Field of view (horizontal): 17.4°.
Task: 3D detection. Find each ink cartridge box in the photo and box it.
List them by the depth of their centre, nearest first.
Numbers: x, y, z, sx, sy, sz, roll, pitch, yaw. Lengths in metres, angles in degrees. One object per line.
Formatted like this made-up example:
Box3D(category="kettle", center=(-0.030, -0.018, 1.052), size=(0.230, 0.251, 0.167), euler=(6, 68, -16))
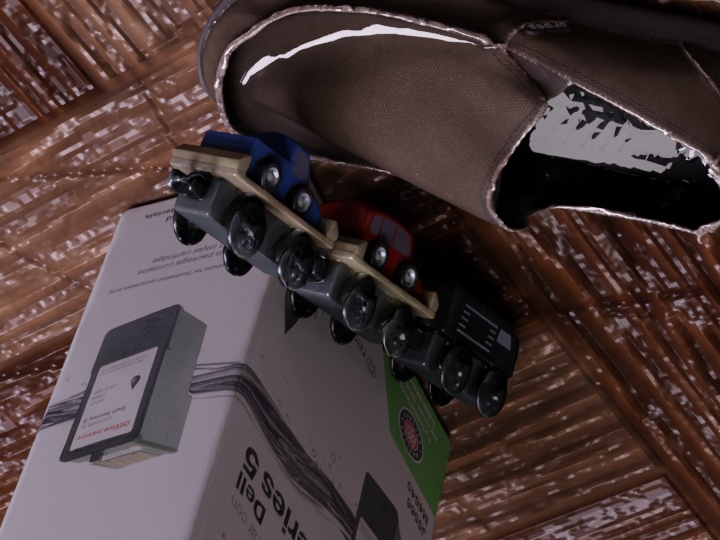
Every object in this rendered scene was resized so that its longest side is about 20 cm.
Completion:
Box3D(category="ink cartridge box", center=(-0.044, 0.086, 0.819), size=(0.083, 0.201, 0.146), euler=(-13, 126, 22))

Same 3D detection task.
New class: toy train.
Box3D(category="toy train", center=(0.000, 0.000, 0.799), size=(0.034, 0.046, 0.200), euler=(13, 166, 37))

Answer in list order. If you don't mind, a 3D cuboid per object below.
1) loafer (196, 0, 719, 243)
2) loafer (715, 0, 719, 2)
Box3D(category="loafer", center=(0.041, -0.055, 0.767), size=(0.198, 0.071, 0.073), euler=(6, 130, 8))
Box3D(category="loafer", center=(0.128, -0.153, 0.670), size=(0.067, 0.076, 0.200), euler=(22, 139, -9))
